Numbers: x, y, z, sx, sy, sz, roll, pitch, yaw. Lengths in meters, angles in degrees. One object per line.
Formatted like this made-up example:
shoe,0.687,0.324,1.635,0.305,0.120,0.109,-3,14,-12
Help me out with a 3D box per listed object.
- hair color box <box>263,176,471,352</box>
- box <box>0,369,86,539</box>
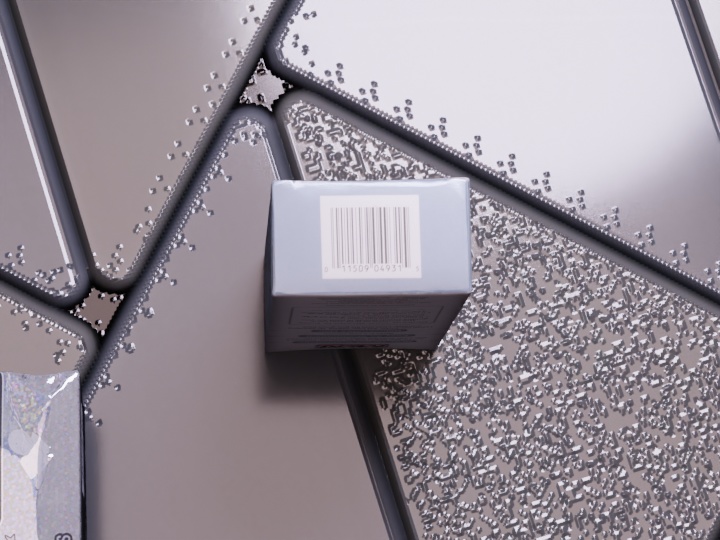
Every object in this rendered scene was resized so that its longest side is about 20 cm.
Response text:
hair color box,0.000,0.000,1.323,0.098,0.200,0.061,0,80,-3
box,-0.198,0.159,1.317,0.114,0.132,0.202,-1,79,-5
